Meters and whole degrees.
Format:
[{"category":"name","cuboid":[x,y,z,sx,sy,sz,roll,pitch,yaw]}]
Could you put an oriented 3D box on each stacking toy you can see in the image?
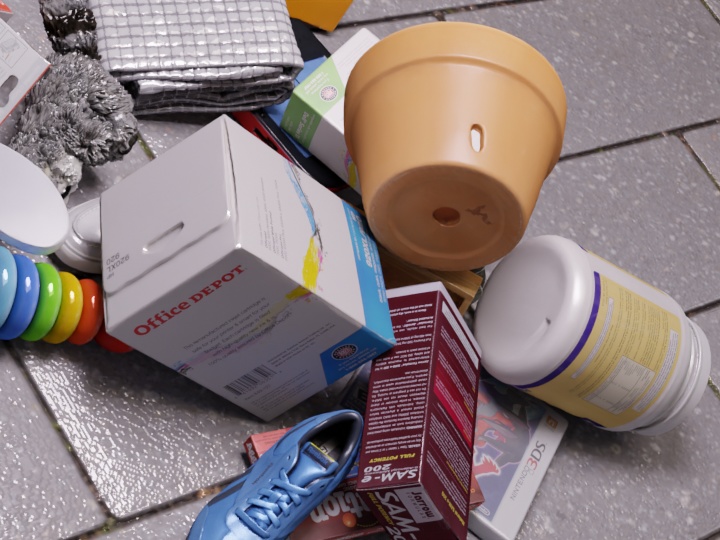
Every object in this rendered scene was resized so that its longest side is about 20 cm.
[{"category":"stacking toy","cuboid":[-0.259,0.028,1.475,0.199,0.085,0.086,16,45,-35]}]

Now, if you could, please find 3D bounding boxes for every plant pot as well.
[{"category":"plant pot","cuboid":[0.077,-0.095,1.586,0.199,0.200,0.140,24,46,-18]}]

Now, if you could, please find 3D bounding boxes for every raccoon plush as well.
[{"category":"raccoon plush","cuboid":[-0.283,-0.145,1.571,0.134,0.097,0.201,-27,95,-48]}]

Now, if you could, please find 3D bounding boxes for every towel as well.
[{"category":"towel","cuboid":[-0.169,-0.231,1.741,0.199,0.086,0.166,-6,64,-19]}]

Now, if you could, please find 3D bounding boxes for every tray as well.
[{"category":"tray","cuboid":[0.000,0.000,1.648,0.199,0.099,0.037,30,38,2]}]

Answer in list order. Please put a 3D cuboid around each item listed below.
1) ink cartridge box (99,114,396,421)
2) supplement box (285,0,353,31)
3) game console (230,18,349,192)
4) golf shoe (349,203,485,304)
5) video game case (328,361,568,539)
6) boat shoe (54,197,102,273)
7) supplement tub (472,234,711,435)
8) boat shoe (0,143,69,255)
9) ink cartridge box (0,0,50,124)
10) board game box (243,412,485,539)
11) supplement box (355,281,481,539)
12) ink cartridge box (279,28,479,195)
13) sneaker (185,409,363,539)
[{"category":"ink cartridge box","cuboid":[-0.096,0.001,1.512,0.200,0.147,0.145,35,34,-42]},{"category":"supplement box","cuboid":[-0.080,-0.361,1.956,0.126,0.074,0.201,15,45,-27]},{"category":"game console","cuboid":[-0.054,-0.167,1.835,0.200,0.031,0.177,50,42,12]},{"category":"golf shoe","cuboid":[0.020,-0.011,1.729,0.199,0.078,0.088,19,0,-2]},{"category":"video game case","cuboid":[0.084,0.136,1.670,0.200,0.023,0.182,37,40,-2]},{"category":"boat shoe","cuboid":[-0.180,-0.051,1.603,0.199,0.069,0.072,-10,60,-42]},{"category":"supplement tub","cuboid":[0.221,0.067,1.728,0.200,0.145,0.146,27,40,-33]},{"category":"boat shoe","cuboid":[-0.319,-0.074,1.504,0.200,0.057,0.069,38,56,12]},{"category":"ink cartridge box","cuboid":[-0.362,-0.205,1.571,0.200,0.109,0.050,43,9,4]},{"category":"board game box","cuboid":[0.005,0.172,1.556,0.199,0.019,0.103,-9,65,-34]},{"category":"supplement box","cuboid":[0.051,0.123,1.530,0.109,0.061,0.201,58,30,-45]},{"category":"ink cartridge box","cuboid":[0.036,-0.124,1.759,0.200,0.067,0.117,41,58,7]},{"category":"sneaker","cuboid":[-0.067,0.177,1.450,0.066,0.078,0.200,45,51,2]}]
